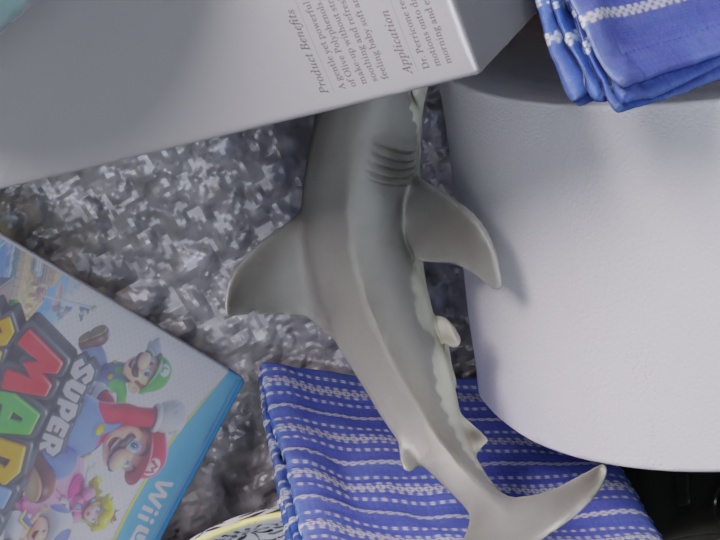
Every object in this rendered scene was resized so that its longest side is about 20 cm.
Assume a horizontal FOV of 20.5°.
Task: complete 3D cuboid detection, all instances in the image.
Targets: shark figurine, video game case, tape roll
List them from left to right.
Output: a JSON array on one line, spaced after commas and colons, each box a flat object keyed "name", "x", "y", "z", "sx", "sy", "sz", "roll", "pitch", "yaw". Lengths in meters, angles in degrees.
[{"name": "video game case", "x": -0.145, "y": 0.066, "z": 0.783, "sx": 0.200, "sy": 0.018, "sz": 0.143, "roll": 35, "pitch": 80, "yaw": -45}, {"name": "shark figurine", "x": 0.000, "y": 0.021, "z": 0.719, "sx": 0.089, "sy": 0.128, "sz": 0.215, "roll": -10, "pitch": 77, "yaw": -26}, {"name": "tape roll", "x": 0.139, "y": -0.028, "z": 0.765, "sx": 0.202, "sy": 0.203, "sz": 0.140, "roll": -10, "pitch": 109, "yaw": -5}]

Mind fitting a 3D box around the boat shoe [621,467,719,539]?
[{"name": "boat shoe", "x": 0.175, "y": 0.085, "z": 0.832, "sx": 0.074, "sy": 0.200, "sz": 0.076, "roll": 14, "pitch": 72, "yaw": -32}]

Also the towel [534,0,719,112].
[{"name": "towel", "x": 0.096, "y": -0.160, "z": 0.650, "sx": 0.144, "sy": 0.024, "sz": 0.201, "roll": -19, "pitch": 94, "yaw": -36}]

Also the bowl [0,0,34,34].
[{"name": "bowl", "x": -0.160, "y": -0.165, "z": 0.600, "sx": 0.105, "sy": 0.201, "sz": 0.201, "roll": 21, "pitch": 106, "yaw": -46}]

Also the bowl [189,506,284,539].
[{"name": "bowl", "x": -0.029, "y": 0.177, "z": 0.863, "sx": 0.200, "sy": 0.094, "sz": 0.202, "roll": -3, "pitch": 108, "yaw": -8}]

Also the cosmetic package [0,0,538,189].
[{"name": "cosmetic package", "x": -0.051, "y": -0.105, "z": 0.659, "sx": 0.199, "sy": 0.085, "sz": 0.108, "roll": -9, "pitch": 112, "yaw": 29}]

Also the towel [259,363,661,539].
[{"name": "towel", "x": 0.038, "y": 0.082, "z": 0.778, "sx": 0.144, "sy": 0.200, "sz": 0.024, "roll": 2, "pitch": 111, "yaw": -10}]
